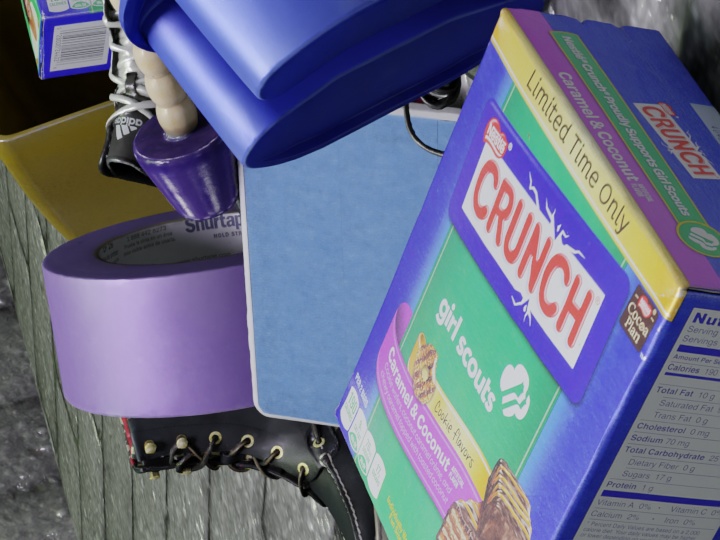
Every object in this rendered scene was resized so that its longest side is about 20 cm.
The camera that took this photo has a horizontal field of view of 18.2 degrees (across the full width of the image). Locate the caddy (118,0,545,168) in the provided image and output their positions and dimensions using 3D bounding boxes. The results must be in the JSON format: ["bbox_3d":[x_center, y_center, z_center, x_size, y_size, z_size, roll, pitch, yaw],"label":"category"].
[{"bbox_3d":[-0.006,-0.135,0.957,0.105,0.199,0.142,56,160,16],"label":"caddy"}]

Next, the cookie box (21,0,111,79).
[{"bbox_3d":[-0.149,-0.238,1.472,0.075,0.170,0.201,111,146,-59],"label":"cookie box"}]

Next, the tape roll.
[{"bbox_3d":[-0.089,0.019,1.364,0.200,0.198,0.086,-149,50,-71],"label":"tape roll"}]

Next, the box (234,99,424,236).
[{"bbox_3d":[-0.030,-0.139,1.206,0.122,0.105,0.201,-123,27,-55],"label":"box"}]

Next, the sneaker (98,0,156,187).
[{"bbox_3d":[-0.115,-0.121,1.279,0.201,0.075,0.116,68,-147,-46],"label":"sneaker"}]

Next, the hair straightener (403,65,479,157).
[{"bbox_3d":[0.032,-0.131,1.077,0.077,0.041,0.201,-34,71,38],"label":"hair straightener"}]

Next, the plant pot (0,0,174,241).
[{"bbox_3d":[-0.166,-0.128,1.609,0.177,0.199,0.201,77,172,-50],"label":"plant pot"}]

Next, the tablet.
[{"bbox_3d":[0.000,0.000,1.184,0.014,0.129,0.201,-61,-26,-56],"label":"tablet"}]

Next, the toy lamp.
[{"bbox_3d":[-0.107,-0.114,1.137,0.058,0.058,0.201,-123,12,-56],"label":"toy lamp"}]

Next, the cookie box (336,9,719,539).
[{"bbox_3d":[0.076,0.035,0.838,0.201,0.075,0.172,-67,31,31],"label":"cookie box"}]

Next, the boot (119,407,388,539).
[{"bbox_3d":[-0.070,0.122,1.457,0.074,0.152,0.204,96,158,-50],"label":"boot"}]
